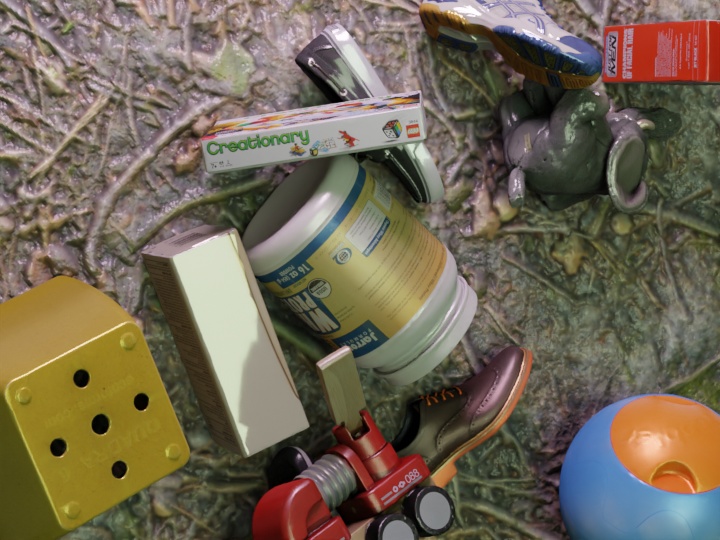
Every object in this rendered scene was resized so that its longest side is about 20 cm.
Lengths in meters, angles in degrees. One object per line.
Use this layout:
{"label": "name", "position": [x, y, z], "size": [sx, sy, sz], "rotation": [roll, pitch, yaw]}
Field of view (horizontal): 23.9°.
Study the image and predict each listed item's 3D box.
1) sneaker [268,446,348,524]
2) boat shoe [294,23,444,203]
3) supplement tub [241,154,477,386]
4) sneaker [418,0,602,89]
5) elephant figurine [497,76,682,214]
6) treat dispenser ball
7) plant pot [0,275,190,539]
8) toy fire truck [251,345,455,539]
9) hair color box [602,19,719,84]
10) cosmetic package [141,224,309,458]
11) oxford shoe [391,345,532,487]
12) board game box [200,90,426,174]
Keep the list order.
{"label": "sneaker", "position": [-0.016, 0.243, 1.675], "size": [0.083, 0.072, 0.200], "rotation": [-45, 111, -38]}
{"label": "boat shoe", "position": [0.006, -0.140, 1.645], "size": [0.066, 0.070, 0.200], "rotation": [-35, 105, -8]}
{"label": "supplement tub", "position": [0.000, 0.000, 1.610], "size": [0.200, 0.145, 0.145], "rotation": [43, 78, -18]}
{"label": "sneaker", "position": [0.155, -0.245, 1.643], "size": [0.088, 0.199, 0.075], "rotation": [-54, 154, -19]}
{"label": "elephant figurine", "position": [0.240, -0.115, 1.716], "size": [0.200, 0.142, 0.155], "rotation": [32, 111, -36]}
{"label": "treat dispenser ball", "position": [0.300, 0.225, 1.716], "size": [0.200, 0.201, 0.202], "rotation": [-2, 94, -22]}
{"label": "plant pot", "position": [-0.263, 0.129, 1.474], "size": [0.200, 0.176, 0.201], "rotation": [-28, 103, -32]}
{"label": "toy fire truck", "position": [-0.024, 0.187, 1.559], "size": [0.176, 0.129, 0.201], "rotation": [-32, 94, -34]}
{"label": "hair color box", "position": [0.337, -0.216, 1.699], "size": [0.110, 0.200, 0.064], "rotation": [-1, 95, -21]}
{"label": "cosmetic package", "position": [-0.127, 0.063, 1.586], "size": [0.073, 0.103, 0.201], "rotation": [-25, 103, -19]}
{"label": "oxford shoe", "position": [0.093, 0.142, 1.699], "size": [0.073, 0.071, 0.200], "rotation": [45, 78, -13]}
{"label": "board game box", "position": [-0.039, -0.127, 1.556], "size": [0.199, 0.126, 0.035], "rotation": [-8, 102, 3]}
